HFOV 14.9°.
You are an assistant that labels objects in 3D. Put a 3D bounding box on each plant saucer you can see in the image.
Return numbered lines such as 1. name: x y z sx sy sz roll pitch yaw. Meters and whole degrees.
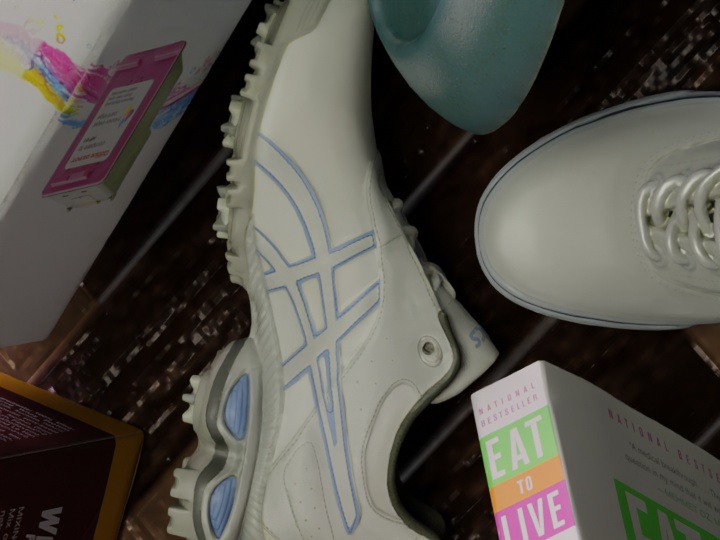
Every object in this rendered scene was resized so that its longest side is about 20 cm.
1. plant saucer: 0.028 -0.140 0.785 0.027 0.200 0.202 2 95 -14

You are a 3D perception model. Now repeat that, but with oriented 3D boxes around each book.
1. book: 0.089 0.137 0.747 0.048 0.133 0.201 -28 53 24

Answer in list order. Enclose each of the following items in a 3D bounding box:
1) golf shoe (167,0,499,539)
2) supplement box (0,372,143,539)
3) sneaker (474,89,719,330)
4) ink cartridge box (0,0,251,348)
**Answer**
1. golf shoe: 0.000 0.000 0.874 0.097 0.078 0.201 9 103 9
2. supplement box: -0.196 0.130 0.895 0.132 0.200 0.198 20 101 24
3. sneaker: 0.119 -0.020 0.802 0.199 0.071 0.074 -6 90 27
4. ink cartridge box: -0.120 -0.092 0.827 0.144 0.085 0.201 40 109 17
